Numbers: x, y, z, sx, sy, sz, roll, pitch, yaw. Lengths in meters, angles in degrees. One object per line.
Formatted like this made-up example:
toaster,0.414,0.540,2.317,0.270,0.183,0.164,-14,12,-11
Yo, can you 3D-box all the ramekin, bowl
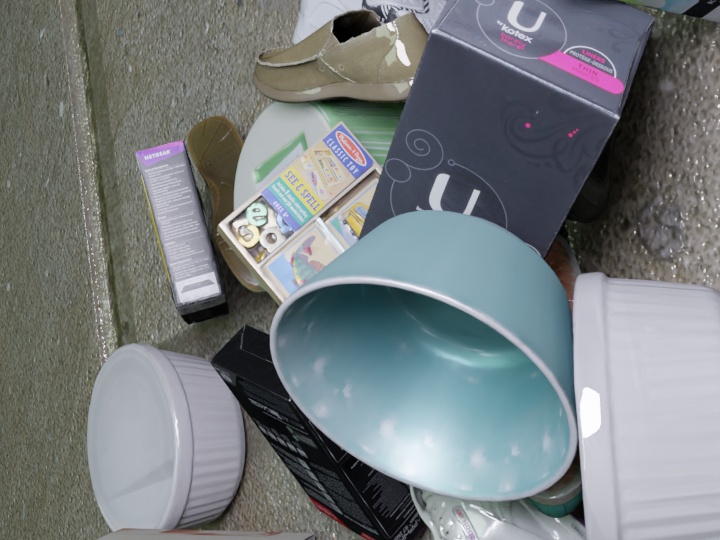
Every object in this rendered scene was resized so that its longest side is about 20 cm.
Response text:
ramekin,-0.201,0.180,1.326,0.201,0.093,0.206,-4,85,52
bowl,0.053,0.041,0.793,0.200,0.200,0.106,-29,26,48
ramekin,-0.028,-0.063,1.118,0.199,0.097,0.203,-2,88,52
ramekin,0.184,0.099,0.774,0.093,0.202,0.206,-4,84,12

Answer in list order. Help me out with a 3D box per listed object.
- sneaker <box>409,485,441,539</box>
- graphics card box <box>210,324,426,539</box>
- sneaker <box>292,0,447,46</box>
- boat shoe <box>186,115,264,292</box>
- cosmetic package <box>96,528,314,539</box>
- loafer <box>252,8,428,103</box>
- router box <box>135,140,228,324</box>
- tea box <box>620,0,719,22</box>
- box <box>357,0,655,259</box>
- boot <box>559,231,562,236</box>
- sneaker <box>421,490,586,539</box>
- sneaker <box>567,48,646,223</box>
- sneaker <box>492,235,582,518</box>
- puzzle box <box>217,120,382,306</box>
sneaker,0.071,0.137,1.000,0.076,0.080,0.202,-40,57,45
graphics card box,-0.032,0.143,1.063,0.125,0.051,0.201,18,148,52
sneaker,0.008,-0.200,1.101,0.200,0.074,0.116,43,129,40
boat shoe,-0.118,-0.061,1.272,0.202,0.073,0.063,62,178,27
cosmetic package,-0.145,0.298,1.183,0.197,0.087,0.105,0,90,13
loafer,-0.012,-0.174,1.022,0.198,0.076,0.068,7,113,40
router box,-0.171,-0.031,1.246,0.200,0.050,0.151,124,131,-81
tea box,0.216,-0.260,0.729,0.200,0.195,0.135,-38,60,45
box,0.087,-0.083,0.811,0.121,0.107,0.201,25,139,5
boot,0.084,0.006,0.938,0.069,0.130,0.203,-24,65,49
sneaker,0.081,0.179,0.909,0.199,0.100,0.075,38,162,11
sneaker,0.161,-0.138,0.900,0.090,0.066,0.203,-15,75,56
sneaker,0.127,0.074,0.893,0.070,0.080,0.203,-3,63,10
puzzle box,0.000,0.000,0.997,0.200,0.133,0.025,49,167,2
